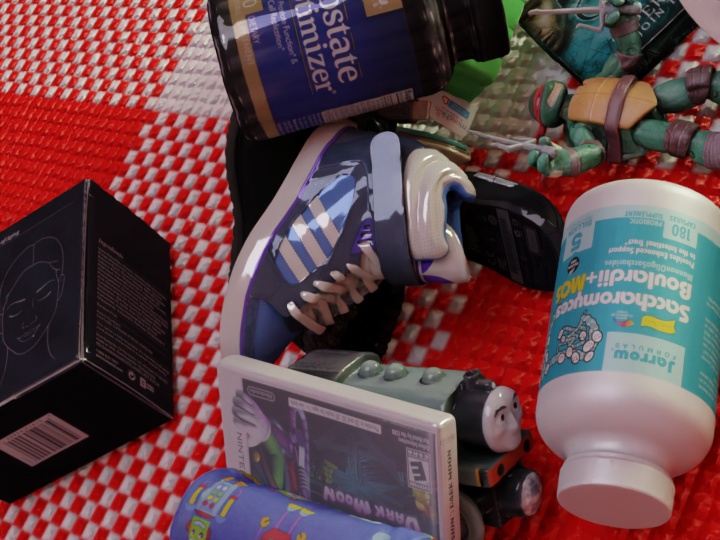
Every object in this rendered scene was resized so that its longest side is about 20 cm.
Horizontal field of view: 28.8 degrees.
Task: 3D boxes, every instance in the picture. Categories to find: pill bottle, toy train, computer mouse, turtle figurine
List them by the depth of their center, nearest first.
[{"bbox_3d":[0.170,0.053,0.877,0.110,0.111,0.203,-9,56,35],"label":"pill bottle"},{"bbox_3d":[0.029,0.115,0.938,0.198,0.116,0.085,3,24,40],"label":"toy train"},{"bbox_3d":[0.000,-0.169,0.989,0.197,0.113,0.113,-15,49,3],"label":"pill bottle"},{"bbox_3d":[0.184,-0.122,1.001,0.197,0.101,0.152,8,75,28],"label":"turtle figurine"},{"bbox_3d":[0.081,-0.066,1.029,0.046,0.142,0.199,-36,33,-29],"label":"computer mouse"}]

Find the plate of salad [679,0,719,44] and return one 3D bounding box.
[{"bbox_3d":[0.290,-0.233,0.940,0.201,0.199,0.048,-52,3,-5],"label":"plate of salad"}]

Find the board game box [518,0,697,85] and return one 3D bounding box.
[{"bbox_3d":[0.227,-0.233,1.095,0.200,0.028,0.136,-43,44,6],"label":"board game box"}]

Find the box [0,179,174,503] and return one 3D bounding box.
[{"bbox_3d":[-0.275,0.063,1.230,0.198,0.124,0.199,-27,48,22],"label":"box"}]

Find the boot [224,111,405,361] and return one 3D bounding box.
[{"bbox_3d":[-0.033,-0.034,1.082,0.157,0.079,0.214,28,123,50],"label":"boot"}]

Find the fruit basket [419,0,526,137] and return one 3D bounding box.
[{"bbox_3d":[0.028,-0.225,1.107,0.187,0.198,0.094,-68,9,-25],"label":"fruit basket"}]

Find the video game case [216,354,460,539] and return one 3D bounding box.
[{"bbox_3d":[-0.016,0.162,0.926,0.198,0.023,0.185,11,112,41],"label":"video game case"}]

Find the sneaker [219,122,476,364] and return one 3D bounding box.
[{"bbox_3d":[0.000,0.000,0.980,0.145,0.081,0.202,21,80,26],"label":"sneaker"}]

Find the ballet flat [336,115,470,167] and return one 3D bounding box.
[{"bbox_3d":[0.013,-0.095,1.158,0.199,0.069,0.070,25,78,49],"label":"ballet flat"}]

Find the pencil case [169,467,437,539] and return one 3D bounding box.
[{"bbox_3d":[-0.029,0.181,0.874,0.198,0.086,0.079,11,83,42],"label":"pencil case"}]
